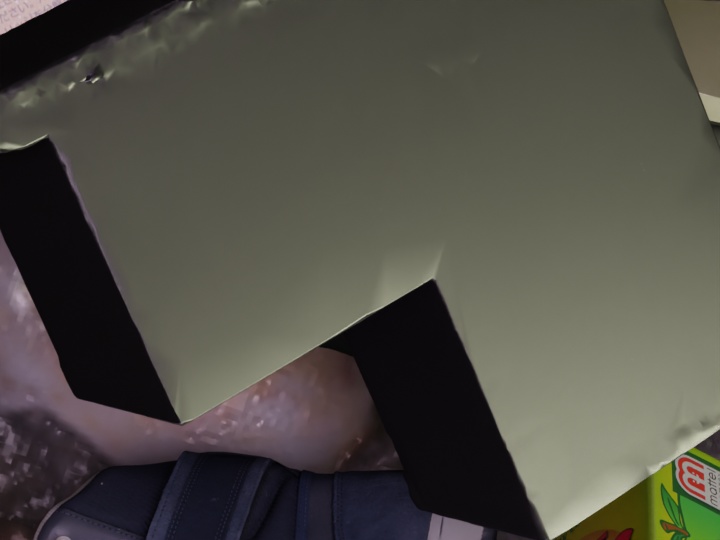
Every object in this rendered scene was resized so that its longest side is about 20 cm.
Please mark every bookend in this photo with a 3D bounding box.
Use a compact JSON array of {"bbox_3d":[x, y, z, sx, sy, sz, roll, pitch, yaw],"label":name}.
[{"bbox_3d":[0.000,0.000,0.740,0.198,0.092,0.201,-31,106,-23],"label":"bookend"}]

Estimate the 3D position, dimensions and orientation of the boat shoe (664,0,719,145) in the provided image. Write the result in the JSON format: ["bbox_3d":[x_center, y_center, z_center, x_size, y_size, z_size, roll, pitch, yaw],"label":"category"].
[{"bbox_3d":[0.168,-0.040,0.863,0.200,0.074,0.063,6,129,-16],"label":"boat shoe"}]

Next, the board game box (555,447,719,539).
[{"bbox_3d":[0.076,0.153,0.781,0.047,0.201,0.102,26,127,-17],"label":"board game box"}]

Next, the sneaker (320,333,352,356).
[{"bbox_3d":[-0.018,-0.005,0.843,0.199,0.095,0.079,23,55,-26],"label":"sneaker"}]

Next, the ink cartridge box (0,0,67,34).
[{"bbox_3d":[-0.066,-0.160,0.822,0.199,0.075,0.165,-27,95,-4],"label":"ink cartridge box"}]

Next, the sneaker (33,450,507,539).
[{"bbox_3d":[-0.041,0.143,0.801,0.145,0.077,0.203,9,51,6],"label":"sneaker"}]
